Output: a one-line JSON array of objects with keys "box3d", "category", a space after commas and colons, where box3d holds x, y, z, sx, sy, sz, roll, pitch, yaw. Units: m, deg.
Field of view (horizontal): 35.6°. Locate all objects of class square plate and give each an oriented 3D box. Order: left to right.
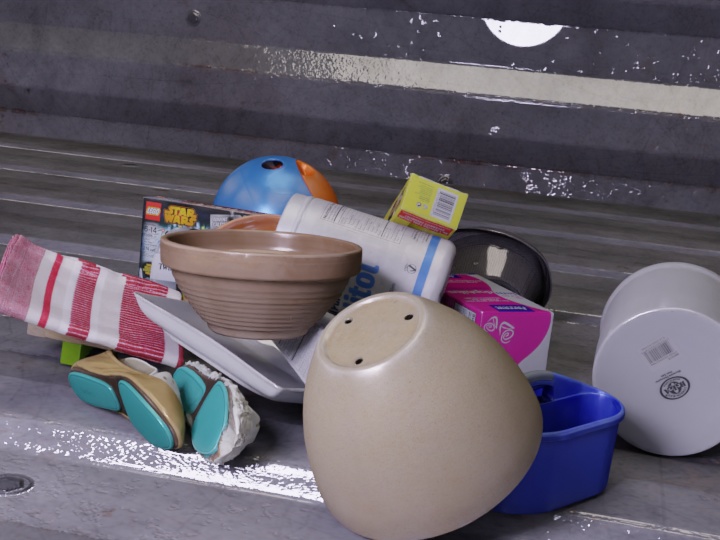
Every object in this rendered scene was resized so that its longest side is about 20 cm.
[{"box3d": [-0.117, 0.088, 1.167, 0.200, 0.029, 0.198, 30, 4, 24], "category": "square plate"}]

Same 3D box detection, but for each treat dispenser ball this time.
[{"box3d": [-0.130, -0.076, 1.724, 0.200, 0.202, 0.201, 5, 12, -1], "category": "treat dispenser ball"}]

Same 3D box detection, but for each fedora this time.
[{"box3d": [0.165, 0.028, 1.555, 0.199, 0.177, 0.090, -6, 37, 32], "category": "fedora"}]

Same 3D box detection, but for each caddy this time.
[{"box3d": [0.151, 0.143, 1.028, 0.200, 0.105, 0.141, -6, 17, -43], "category": "caddy"}]

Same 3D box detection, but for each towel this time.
[{"box3d": [-0.278, 0.032, 1.167, 0.199, 0.023, 0.144, 20, 23, -18], "category": "towel"}]

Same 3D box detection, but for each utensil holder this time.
[{"box3d": [0.338, 0.094, 1.212, 0.169, 0.171, 0.200, 8, 15, 14], "category": "utensil holder"}]

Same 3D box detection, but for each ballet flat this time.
[{"box3d": [-0.213, 0.114, 1.082, 0.063, 0.069, 0.200, -31, 32, -32], "category": "ballet flat"}, {"box3d": [-0.130, 0.134, 1.064, 0.072, 0.072, 0.200, 1, 13, -21], "category": "ballet flat"}]

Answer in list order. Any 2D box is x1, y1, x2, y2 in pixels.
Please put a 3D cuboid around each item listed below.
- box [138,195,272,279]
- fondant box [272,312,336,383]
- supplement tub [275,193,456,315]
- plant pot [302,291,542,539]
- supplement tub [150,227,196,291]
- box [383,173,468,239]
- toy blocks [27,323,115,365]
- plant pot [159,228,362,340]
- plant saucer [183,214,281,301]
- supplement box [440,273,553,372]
[{"box3d": [-0.223, -0.026, 1.601, 0.199, 0.137, 0.040, 9, 10, 22], "category": "box"}, {"box3d": [0.001, 0.102, 1.171, 0.144, 0.058, 0.200, 25, 6, -21], "category": "fondant box"}, {"box3d": [0.000, 0.000, 1.297, 0.199, 0.132, 0.132, 17, 13, 5], "category": "supplement tub"}, {"box3d": [0.033, 0.097, 0.909, 0.200, 0.135, 0.201, -18, 32, 12], "category": "plant pot"}, {"box3d": [-0.164, 0.014, 1.471, 0.199, 0.123, 0.123, 9, 12, 18], "category": "supplement tub"}, {"box3d": [0.067, -0.053, 1.365, 0.075, 0.050, 0.200, 21, -19, -5], "category": "box"}, {"box3d": [-0.284, 0.061, 1.313, 0.199, 0.100, 0.137, 9, 1, 21], "category": "toy blocks"}, {"box3d": [-0.101, 0.015, 1.119, 0.200, 0.093, 0.201, 4, 9, -1], "category": "plant pot"}, {"box3d": [-0.115, 0.026, 1.368, 0.199, 0.201, 0.037, 5, -26, -3], "category": "plant saucer"}, {"box3d": [0.139, 0.073, 1.376, 0.101, 0.104, 0.200, 1, 14, -24], "category": "supplement box"}]
